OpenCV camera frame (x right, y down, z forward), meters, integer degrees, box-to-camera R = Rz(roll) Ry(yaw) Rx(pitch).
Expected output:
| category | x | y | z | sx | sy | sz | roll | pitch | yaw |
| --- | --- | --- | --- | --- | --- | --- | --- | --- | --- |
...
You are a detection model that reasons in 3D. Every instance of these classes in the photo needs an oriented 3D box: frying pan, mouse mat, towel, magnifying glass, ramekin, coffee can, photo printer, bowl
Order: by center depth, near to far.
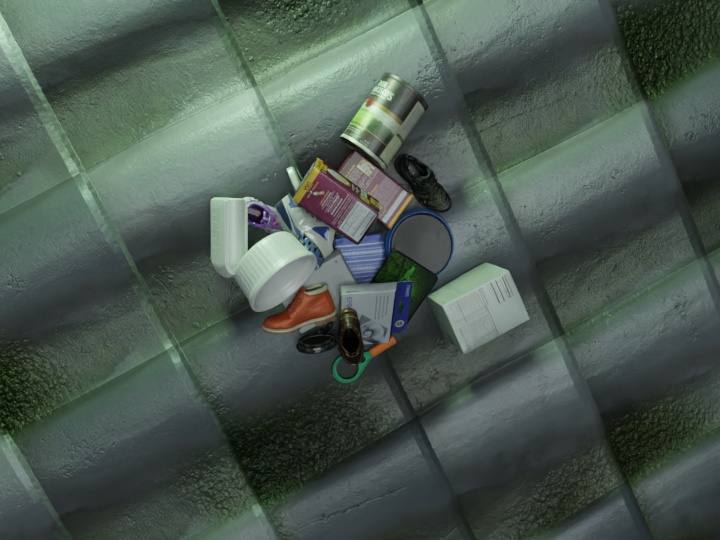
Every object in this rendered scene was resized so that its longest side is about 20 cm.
| category | x | y | z | sx | sy | sz | roll | pitch | yaw |
| --- | --- | --- | --- | --- | --- | --- | --- | --- | --- |
| ramekin | -0.212 | -0.002 | 1.602 | 0.200 | 0.201 | 0.098 | -42 | 74 | -2 |
| photo printer | -0.335 | -0.083 | 1.664 | 0.068 | 0.166 | 0.204 | -2 | 96 | -26 |
| coffee can | 0.062 | -0.384 | 1.695 | 0.146 | 0.146 | 0.201 | 35 | 91 | -10 |
| frying pan | -0.120 | 0.175 | 1.730 | 0.113 | 0.191 | 0.031 | -10 | 59 | -2 |
| mouse mat | 0.100 | 0.060 | 1.792 | 0.160 | 0.008 | 0.201 | 30 | 105 | -17 |
| towel | 0.000 | 0.000 | 1.793 | 0.142 | 0.024 | 0.203 | -6 | 99 | -7 |
| bowl | 0.165 | -0.067 | 1.800 | 0.197 | 0.039 | 0.204 | -1 | 97 | -8 |
| magnifying glass | 0.011 | 0.242 | 1.823 | 0.198 | 0.022 | 0.080 | -31 | 99 | -2 |

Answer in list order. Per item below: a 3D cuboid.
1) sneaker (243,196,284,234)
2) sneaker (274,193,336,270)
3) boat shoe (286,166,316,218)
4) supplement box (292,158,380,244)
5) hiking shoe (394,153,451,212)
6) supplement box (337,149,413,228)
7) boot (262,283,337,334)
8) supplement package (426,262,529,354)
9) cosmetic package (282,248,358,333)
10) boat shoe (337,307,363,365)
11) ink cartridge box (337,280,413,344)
| category | x | y | z | sx | sy | sz | roll | pitch | yaw |
| --- | --- | --- | --- | --- | --- | --- | --- | --- | --- |
| sneaker | -0.230 | -0.131 | 1.712 | 0.197 | 0.088 | 0.082 | 19 | 92 | -11 |
| sneaker | -0.127 | -0.114 | 1.681 | 0.115 | 0.080 | 0.201 | -35 | 100 | -27 |
| boat shoe | -0.128 | -0.192 | 1.732 | 0.063 | 0.071 | 0.202 | -30 | 108 | -3 |
| supplement box | -0.058 | -0.174 | 1.629 | 0.199 | 0.131 | 0.104 | 34 | 105 | -12 |
| hiking shoe | 0.172 | -0.229 | 1.751 | 0.200 | 0.101 | 0.076 | 43 | 90 | -10 |
| supplement box | 0.028 | -0.215 | 1.740 | 0.199 | 0.086 | 0.111 | 37 | 91 | -11 |
| boot | -0.165 | 0.097 | 1.687 | 0.197 | 0.075 | 0.109 | -16 | 112 | -10 |
| supplement package | 0.309 | 0.097 | 1.761 | 0.198 | 0.191 | 0.149 | -27 | 100 | -4 |
| cosmetic package | -0.108 | 0.055 | 1.738 | 0.198 | 0.052 | 0.152 | -27 | 116 | 4 |
| boat shoe | -0.027 | 0.191 | 1.719 | 0.069 | 0.071 | 0.202 | -10 | 134 | 0 |
| ink cartridge box | 0.040 | 0.117 | 1.741 | 0.197 | 0.041 | 0.202 | -5 | 132 | -9 |
